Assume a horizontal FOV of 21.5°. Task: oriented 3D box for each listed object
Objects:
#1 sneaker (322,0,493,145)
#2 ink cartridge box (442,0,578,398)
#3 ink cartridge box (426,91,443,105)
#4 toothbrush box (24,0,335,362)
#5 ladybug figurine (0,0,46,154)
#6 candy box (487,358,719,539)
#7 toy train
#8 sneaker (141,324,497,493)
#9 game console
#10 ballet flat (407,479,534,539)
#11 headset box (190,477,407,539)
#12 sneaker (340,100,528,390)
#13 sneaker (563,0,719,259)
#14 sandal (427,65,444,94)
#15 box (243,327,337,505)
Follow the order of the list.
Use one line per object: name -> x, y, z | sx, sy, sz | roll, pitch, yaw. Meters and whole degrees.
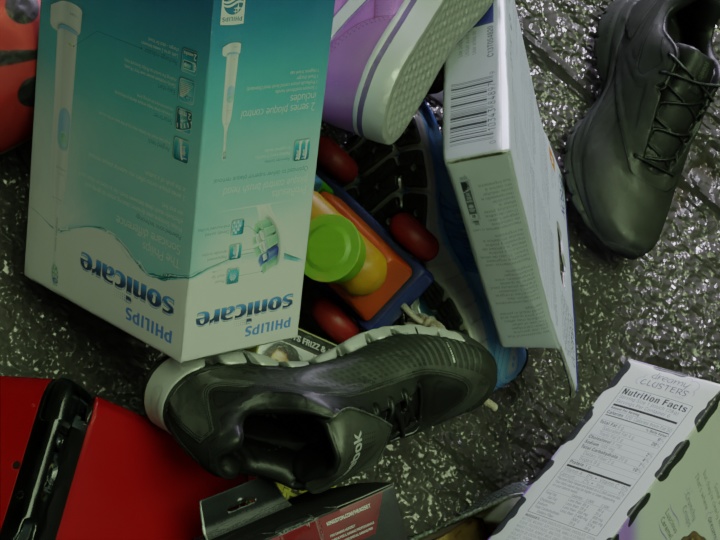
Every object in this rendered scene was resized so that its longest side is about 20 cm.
sneaker -> 0.009, -0.165, 1.049 | 0.114, 0.073, 0.201 | 21, 54, 21
ink cartridge box -> 0.088, -0.057, 1.125 | 0.040, 0.200, 0.200 | -10, 42, 12
ink cartridge box -> -0.022, -0.211, 1.159 | 0.200, 0.045, 0.177 | 31, 53, -36
toothbrush box -> -0.098, -0.072, 0.989 | 0.085, 0.146, 0.201 | -10, 114, -43
ladybug figurine -> -0.239, -0.116, 1.023 | 0.199, 0.072, 0.136 | -11, 106, -10
candy box -> 0.151, 0.182, 1.098 | 0.200, 0.071, 0.168 | -48, 133, -29
toy train -> 0.000, 0.000, 1.068 | 0.085, 0.116, 0.200 | -47, 72, 3
sneaker -> -0.009, 0.078, 0.999 | 0.199, 0.067, 0.091 | -4, 31, -24
game console -> -0.177, 0.168, 0.994 | 0.119, 0.172, 0.200 | 50, 47, -54
ballet flat -> 0.069, 0.174, 1.110 | 0.200, 0.072, 0.072 | -20, 83, -30
headset box -> -0.036, 0.208, 0.983 | 0.148, 0.075, 0.201 | -18, 94, -43
sneaker -> 0.050, -0.014, 1.173 | 0.090, 0.078, 0.201 | -4, 75, -48
sneaker -> 0.192, -0.105, 1.245 | 0.076, 0.091, 0.201 | 21, 67, -29
sandal -> 0.017, -0.203, 1.122 | 0.082, 0.055, 0.201 | 1, 73, -47
box -> -0.059, 0.132, 1.072 | 0.075, 0.050, 0.200 | 25, 65, -17
